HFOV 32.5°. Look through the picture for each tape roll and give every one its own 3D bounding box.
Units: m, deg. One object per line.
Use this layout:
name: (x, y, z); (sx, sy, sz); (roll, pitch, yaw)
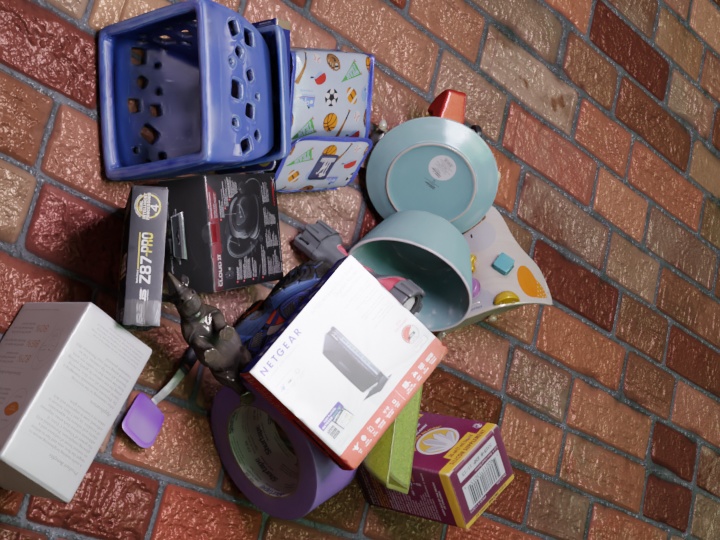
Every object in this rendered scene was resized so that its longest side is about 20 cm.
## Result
tape roll: (-0.101, 0.222, 1.636); (0.085, 0.199, 0.201); (-28, 108, -42)

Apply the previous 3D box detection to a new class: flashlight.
flashlight: (0.000, 0.000, 1.753); (0.068, 0.200, 0.068); (-49, 153, -5)

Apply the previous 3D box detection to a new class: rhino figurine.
rhino figurine: (-0.189, 0.076, 1.526); (0.060, 0.087, 0.200); (-39, 125, -10)

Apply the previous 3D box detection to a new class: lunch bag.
lunch bag: (-0.072, -0.211, 1.740); (0.169, 0.123, 0.201); (-6, 106, -44)

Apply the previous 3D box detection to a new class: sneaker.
sneaker: (-0.095, 0.057, 1.651); (0.078, 0.200, 0.075); (44, 36, -9)

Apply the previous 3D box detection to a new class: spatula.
spatula: (-0.246, 0.145, 1.620); (0.057, 0.020, 0.200); (52, 55, -28)

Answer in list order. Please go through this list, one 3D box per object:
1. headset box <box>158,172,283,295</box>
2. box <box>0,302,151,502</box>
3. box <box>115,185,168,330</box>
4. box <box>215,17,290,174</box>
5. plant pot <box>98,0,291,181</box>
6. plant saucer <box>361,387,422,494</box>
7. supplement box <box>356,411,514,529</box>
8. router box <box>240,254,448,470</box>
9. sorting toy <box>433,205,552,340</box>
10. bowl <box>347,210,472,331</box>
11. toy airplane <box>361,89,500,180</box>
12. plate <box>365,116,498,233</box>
headset box: (-0.184, -0.050, 1.610); (0.200, 0.077, 0.150); (-13, 98, -63)
box: (-0.360, 0.147, 1.415); (0.106, 0.152, 0.201); (44, 61, -34)
box: (-0.264, -0.010, 1.489); (0.049, 0.200, 0.162); (3, 86, -13)
box: (-0.147, -0.230, 1.661); (0.032, 0.121, 0.201); (5, 86, -49)
plant pot: (-0.200, -0.219, 1.563); (0.179, 0.199, 0.201); (-3, 89, -51)
plant saucer: (0.043, 0.197, 1.677); (0.200, 0.048, 0.201); (51, 46, -74)
supplement box: (0.106, 0.289, 1.835); (0.131, 0.199, 0.104); (-39, 120, -38)
router box: (-0.018, 0.115, 1.535); (0.179, 0.049, 0.200); (43, 71, -9)
sorting toy: (0.173, -0.005, 1.935); (0.107, 0.199, 0.181); (28, 44, -61)
bowl: (0.084, -0.013, 1.840); (0.201, 0.200, 0.105); (51, 46, -31)
toy airplane: (0.104, -0.167, 1.916); (0.199, 0.141, 0.200); (-32, 127, 0)
plate: (0.106, -0.132, 1.839); (0.201, 0.199, 0.026); (62, 19, -23)
